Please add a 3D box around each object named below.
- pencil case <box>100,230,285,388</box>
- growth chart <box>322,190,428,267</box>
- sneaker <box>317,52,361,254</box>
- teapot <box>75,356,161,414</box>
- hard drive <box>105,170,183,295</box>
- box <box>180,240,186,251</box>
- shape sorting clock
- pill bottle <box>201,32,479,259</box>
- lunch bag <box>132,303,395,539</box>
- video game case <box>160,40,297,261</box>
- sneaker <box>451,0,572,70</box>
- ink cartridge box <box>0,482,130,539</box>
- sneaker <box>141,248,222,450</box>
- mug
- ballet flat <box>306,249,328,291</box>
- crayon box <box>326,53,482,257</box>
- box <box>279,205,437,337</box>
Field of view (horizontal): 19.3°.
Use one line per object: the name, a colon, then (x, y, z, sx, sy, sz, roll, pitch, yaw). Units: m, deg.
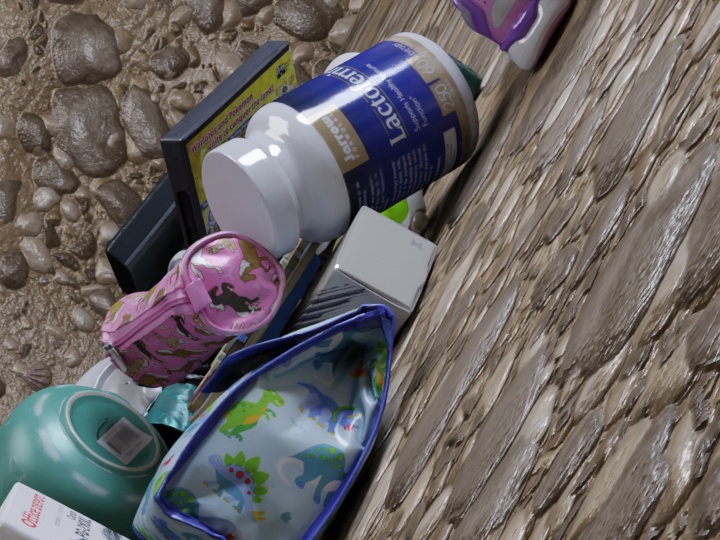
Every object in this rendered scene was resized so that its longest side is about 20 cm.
pencil case: (-0.129, 0.031, 1.607, 0.200, 0.083, 0.087, -31, 28, 60)
growth chart: (0.000, 0.000, 1.747, 0.201, 0.018, 0.145, -60, 23, 17)
sneaker: (-0.038, -0.114, 1.815, 0.075, 0.088, 0.201, -2, 59, 36)
teapot: (-0.194, 0.141, 1.977, 0.197, 0.199, 0.146, -45, -20, -31)
hard drive: (-0.154, -0.069, 1.929, 0.200, 0.033, 0.140, -51, -9, -12)
box: (-0.111, -0.030, 1.949, 0.159, 0.046, 0.201, -40, -26, -56)
shape sorting clock: (-0.082, 0.037, 1.690, 0.201, 0.039, 0.200, -60, 5, 8)
pill bottle: (-0.016, -0.091, 1.615, 0.199, 0.116, 0.116, -32, -8, -27)
lunch bag: (-0.055, 0.115, 1.429, 0.200, 0.127, 0.170, -51, 1, -17)
video game case: (-0.096, -0.073, 1.803, 0.200, 0.025, 0.182, -50, -44, -51)
sneaker: (0.109, -0.218, 1.626, 0.081, 0.088, 0.200, -61, 5, 15)
ink cartridge box: (-0.184, 0.242, 1.514, 0.085, 0.199, 0.145, -61, 7, 1)
sneaker: (-0.147, 0.092, 1.819, 0.121, 0.083, 0.201, -44, -54, -54)
mug: (-0.231, 0.156, 1.716, 0.115, 0.151, 0.186, -53, 43, 28)
ballet flat: (-0.054, -0.013, 1.966, 0.200, 0.067, 0.076, 24, -121, -84)
crayon box: (0.034, -0.098, 1.864, 0.201, 0.051, 0.127, -61, 7, 8)
box: (-0.020, 0.049, 1.607, 0.200, 0.068, 0.082, -57, 7, 42)
